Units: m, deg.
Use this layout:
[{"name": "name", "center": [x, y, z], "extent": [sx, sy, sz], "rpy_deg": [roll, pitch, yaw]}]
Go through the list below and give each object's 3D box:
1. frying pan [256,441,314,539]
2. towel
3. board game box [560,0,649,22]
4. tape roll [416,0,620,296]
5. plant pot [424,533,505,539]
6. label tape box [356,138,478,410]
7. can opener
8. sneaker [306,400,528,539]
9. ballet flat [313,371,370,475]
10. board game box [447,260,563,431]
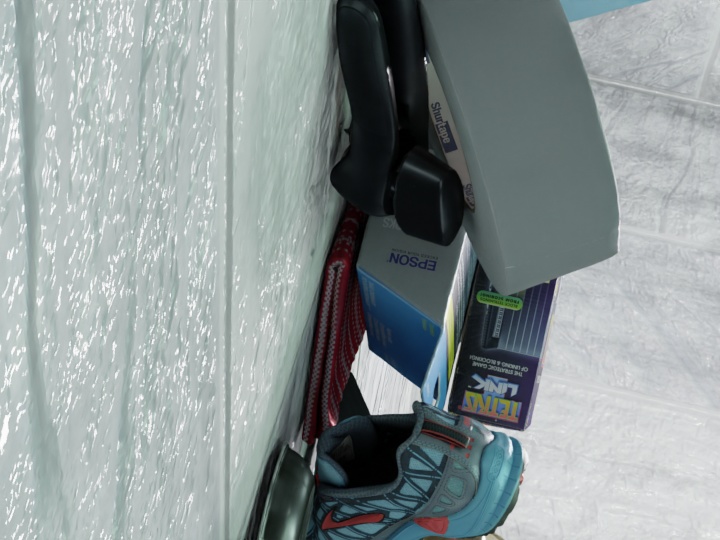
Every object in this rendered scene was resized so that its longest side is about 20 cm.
[{"name": "frying pan", "center": [-0.046, 0.140, 0.979], "extent": [0.190, 0.031, 0.116], "rpy_deg": [97, 6, -68]}, {"name": "towel", "center": [0.000, 0.000, 1.157], "extent": [0.200, 0.022, 0.145], "rpy_deg": [-69, 170, -57]}, {"name": "board game box", "center": [0.118, -0.245, 0.919], "extent": [0.103, 0.104, 0.201], "rpy_deg": [-92, 167, -60]}, {"name": "tape roll", "center": [0.073, -0.091, 0.957], "extent": [0.200, 0.066, 0.201], "rpy_deg": [160, -90, -88]}, {"name": "plant pot", "center": [0.033, 0.234, 1.293], "extent": [0.184, 0.199, 0.201], "rpy_deg": [71, 29, -57]}, {"name": "label tape box", "center": [0.036, -0.001, 1.112], "extent": [0.143, 0.066, 0.201], "rpy_deg": [82, 23, -68]}, {"name": "can opener", "center": [0.017, -0.090, 0.925], "extent": [0.200, 0.078, 0.064], "rpy_deg": [79, 30, -54]}, {"name": "sneaker", "center": [0.007, 0.118, 1.067], "extent": [0.200, 0.095, 0.080], "rpy_deg": [-29, -144, 47]}, {"name": "ballet flat", "center": [-0.009, 0.165, 1.195], "extent": [0.073, 0.073, 0.201], "rpy_deg": [92, 12, -64]}, {"name": "board game box", "center": [0.108, 0.023, 1.235], "extent": [0.200, 0.056, 0.166], "rpy_deg": [25, 76, -83]}]
